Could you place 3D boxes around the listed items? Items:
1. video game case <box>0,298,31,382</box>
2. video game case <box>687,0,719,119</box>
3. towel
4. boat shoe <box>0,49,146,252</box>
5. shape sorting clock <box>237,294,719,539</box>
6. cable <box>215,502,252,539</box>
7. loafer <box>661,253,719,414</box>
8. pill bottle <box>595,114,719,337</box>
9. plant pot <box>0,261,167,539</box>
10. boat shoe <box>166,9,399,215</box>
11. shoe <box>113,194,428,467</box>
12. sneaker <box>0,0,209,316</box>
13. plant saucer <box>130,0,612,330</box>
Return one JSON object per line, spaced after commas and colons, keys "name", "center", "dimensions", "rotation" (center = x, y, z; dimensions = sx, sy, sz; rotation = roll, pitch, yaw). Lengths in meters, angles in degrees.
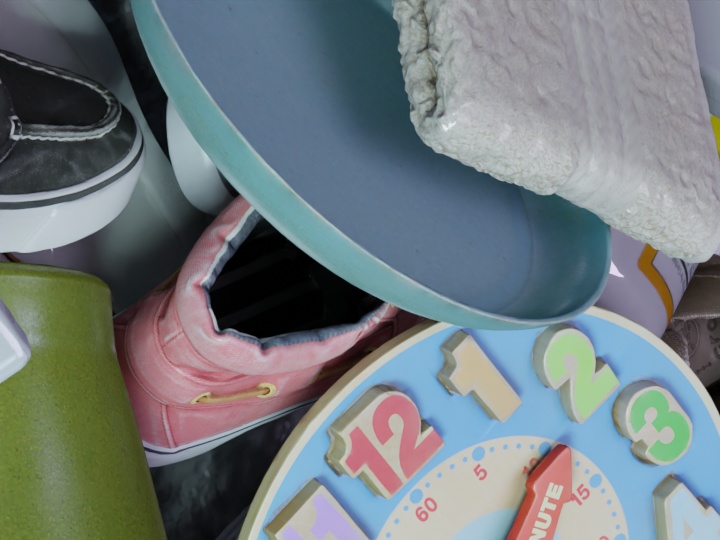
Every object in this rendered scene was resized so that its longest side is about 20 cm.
{"name": "video game case", "center": [-0.214, 0.005, 0.738], "dimensions": [0.200, 0.023, 0.182], "rotation": [-34, 109, 0]}
{"name": "video game case", "center": [0.126, -0.149, 1.125], "dimensions": [0.182, 0.200, 0.024], "rotation": [-48, 164, -35]}
{"name": "towel", "center": [0.057, -0.105, 1.005], "dimensions": [0.132, 0.034, 0.200], "rotation": [21, 49, -37]}
{"name": "boat shoe", "center": [-0.130, -0.048, 0.840], "dimensions": [0.200, 0.071, 0.064], "rotation": [-4, 129, -50]}
{"name": "shape sorting clock", "center": [0.046, 0.106, 0.990], "dimensions": [0.200, 0.039, 0.200], "rotation": [-6, 104, -25]}
{"name": "cable", "center": [0.003, 0.161, 1.088], "dimensions": [0.200, 0.069, 0.200], "rotation": [-13, 115, -34]}
{"name": "loafer", "center": [0.104, 0.051, 1.197], "dimensions": [0.200, 0.067, 0.076], "rotation": [-36, 118, -32]}
{"name": "pill bottle", "center": [0.088, -0.038, 1.146], "dimensions": [0.109, 0.109, 0.200], "rotation": [47, 62, -37]}
{"name": "plant pot", "center": [-0.137, 0.097, 0.893], "dimensions": [0.200, 0.200, 0.193], "rotation": [5, 82, -45]}
{"name": "boat shoe", "center": [0.000, -0.073, 1.056], "dimensions": [0.200, 0.057, 0.069], "rotation": [-36, 115, -55]}
{"name": "shoe", "center": [0.000, 0.000, 0.988], "dimensions": [0.200, 0.091, 0.072], "rotation": [-26, 83, -39]}
{"name": "sneaker", "center": [-0.117, -0.039, 0.965], "dimensions": [0.085, 0.073, 0.200], "rotation": [-56, 130, -29]}
{"name": "plant saucer", "center": [-0.001, -0.056, 0.951], "dimensions": [0.200, 0.027, 0.200], "rotation": [34, 30, -22]}
